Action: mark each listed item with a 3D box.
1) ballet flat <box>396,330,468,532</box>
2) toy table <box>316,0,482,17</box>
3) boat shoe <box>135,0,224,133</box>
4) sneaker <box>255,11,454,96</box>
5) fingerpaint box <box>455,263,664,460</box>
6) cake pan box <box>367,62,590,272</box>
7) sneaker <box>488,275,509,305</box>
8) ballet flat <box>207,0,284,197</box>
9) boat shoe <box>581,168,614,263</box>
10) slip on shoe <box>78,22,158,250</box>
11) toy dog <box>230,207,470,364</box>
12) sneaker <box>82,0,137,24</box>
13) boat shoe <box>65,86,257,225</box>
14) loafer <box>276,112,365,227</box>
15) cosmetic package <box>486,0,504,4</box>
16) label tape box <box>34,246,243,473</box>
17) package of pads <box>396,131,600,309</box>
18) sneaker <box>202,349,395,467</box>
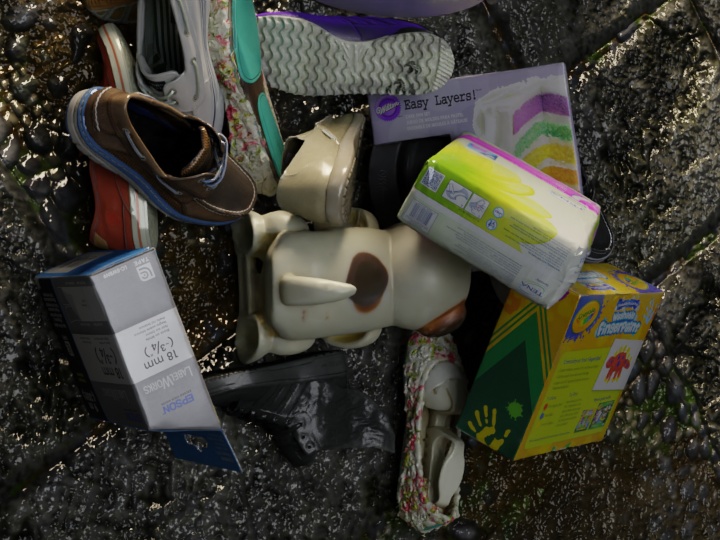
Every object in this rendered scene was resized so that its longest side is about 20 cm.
[{"bbox_3d":[0.078,0.149,1.467,0.075,0.064,0.202,4,87,-34],"label":"ballet flat"},{"bbox_3d":[0.036,-0.312,1.395,0.184,0.199,0.118,56,46,-64],"label":"toy table"},{"bbox_3d":[-0.164,-0.173,1.305,0.067,0.073,0.201,-44,138,-51],"label":"boat shoe"},{"bbox_3d":[-0.014,-0.203,1.426,0.199,0.100,0.070,7,111,-1],"label":"sneaker"},{"bbox_3d":[0.191,0.081,1.460,0.200,0.073,0.168,-2,116,-57],"label":"fingerpaint box"},{"bbox_3d":[0.108,-0.092,1.449,0.199,0.052,0.186,-6,92,10],"label":"cake pan box"},{"bbox_3d":[0.144,-0.050,1.508,0.074,0.079,0.201,-38,105,-23],"label":"sneaker"},{"bbox_3d":[-0.114,-0.159,1.362,0.076,0.063,0.201,-46,126,-70],"label":"ballet flat"},{"bbox_3d":[0.201,-0.085,1.547,0.070,0.066,0.200,-45,110,-22],"label":"boat shoe"},{"bbox_3d":[-0.212,-0.112,1.316,0.061,0.074,0.202,-5,86,2],"label":"slip on shoe"},{"bbox_3d":[0.000,0.000,1.366,0.199,0.194,0.141,-3,82,-21],"label":"toy dog"},{"bbox_3d":[-0.164,-0.288,1.353,0.199,0.076,0.088,-28,73,-18],"label":"sneaker"},{"bbox_3d":[-0.148,-0.089,1.268,0.200,0.072,0.073,26,69,-45],"label":"boat shoe"},{"bbox_3d":[-0.035,-0.097,1.362,0.068,0.200,0.076,9,108,0],"label":"loafer"},{"bbox_3d":[0.181,-0.381,1.465,0.165,0.200,0.165,-45,108,-22],"label":"cosmetic package"},{"bbox_3d":[-0.187,0.085,1.279,0.063,0.144,0.201,-25,101,-27],"label":"label tape box"},{"bbox_3d":[0.126,-0.046,1.324,0.154,0.200,0.068,31,108,5],"label":"package of pads"},{"bbox_3d":[-0.065,0.132,1.396,0.199,0.060,0.105,-10,93,-30],"label":"sneaker"}]
